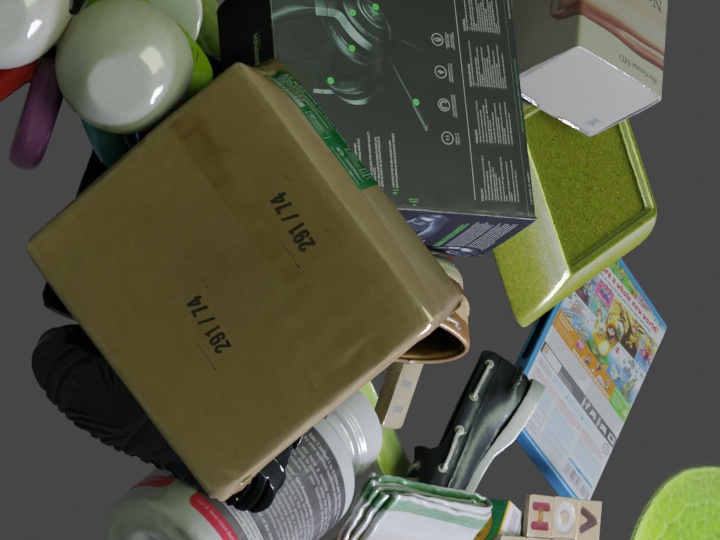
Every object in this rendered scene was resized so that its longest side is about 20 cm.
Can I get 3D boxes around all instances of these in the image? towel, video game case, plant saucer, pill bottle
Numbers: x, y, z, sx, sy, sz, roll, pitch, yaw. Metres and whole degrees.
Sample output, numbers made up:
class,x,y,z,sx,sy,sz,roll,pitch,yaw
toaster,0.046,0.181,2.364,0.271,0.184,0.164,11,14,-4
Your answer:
class,x,y,z,sx,sy,sz,roll,pitch,yaw
towel,0.011,0.246,1.685,0.149,0.031,0.201,17,103,-51
video game case,0.190,0.082,1.972,0.143,0.018,0.201,51,54,-35
plant saucer,0.172,-0.084,1.915,0.199,0.048,0.202,-32,107,-44
pill bottle,-0.074,0.152,1.598,0.200,0.110,0.112,-38,118,-42

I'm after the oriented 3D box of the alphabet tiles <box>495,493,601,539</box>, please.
class,x,y,z,sx,sy,sz,roll,pitch,yaw
alphabet tiles,0.156,0.282,1.850,0.166,0.008,0.202,11,82,-48

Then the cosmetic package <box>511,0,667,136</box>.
class,x,y,z,sx,sy,sz,roll,pitch,yaw
cosmetic package,0.187,-0.226,1.874,0.103,0.087,0.202,26,56,-32

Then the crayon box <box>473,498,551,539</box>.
class,x,y,z,sx,sy,sz,roll,pitch,yaw
crayon box,0.130,0.282,1.871,0.200,0.058,0.120,44,58,-39

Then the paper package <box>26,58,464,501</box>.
class,x,y,z,sx,sy,sz,roll,pitch,yaw
paper package,-0.069,0.003,1.412,0.201,0.190,0.103,52,11,2

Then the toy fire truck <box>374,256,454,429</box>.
class,x,y,z,sx,sy,sz,roll,pitch,yaw
toy fire truck,0.000,0.000,1.655,0.175,0.128,0.201,-2,63,-49

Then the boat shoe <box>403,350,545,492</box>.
class,x,y,z,sx,sy,sz,roll,pitch,yaw
boat shoe,0.067,0.154,1.800,0.060,0.076,0.201,35,68,0

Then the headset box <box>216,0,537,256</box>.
class,x,y,z,sx,sy,sz,roll,pitch,yaw
headset box,0.003,-0.106,1.551,0.198,0.093,0.176,2,72,-26

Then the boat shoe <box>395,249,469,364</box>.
class,x,y,z,sx,sy,sz,roll,pitch,yaw
boat shoe,-0.009,0.026,1.526,0.198,0.076,0.074,1,51,-30

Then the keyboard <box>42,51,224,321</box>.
class,x,y,z,sx,sy,sz,roll,pitch,yaw
keyboard,-0.149,-0.057,1.567,0.104,0.039,0.202,24,85,-36

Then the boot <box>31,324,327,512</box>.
class,x,y,z,sx,sy,sz,roll,pitch,yaw
boot,-0.104,0.055,1.544,0.197,0.073,0.163,30,47,-4

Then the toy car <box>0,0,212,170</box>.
class,x,y,z,sx,sy,sz,roll,pitch,yaw
toy car,-0.194,-0.136,1.431,0.199,0.175,0.151,27,110,-13
